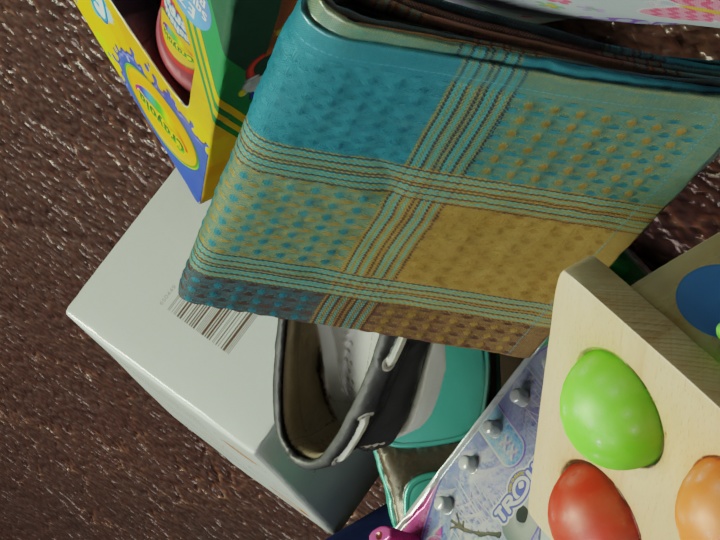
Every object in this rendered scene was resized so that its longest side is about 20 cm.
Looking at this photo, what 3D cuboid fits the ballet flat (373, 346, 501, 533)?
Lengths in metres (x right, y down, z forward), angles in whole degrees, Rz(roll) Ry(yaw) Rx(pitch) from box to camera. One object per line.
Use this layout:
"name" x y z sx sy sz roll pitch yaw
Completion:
"ballet flat" 0.038 0.084 0.917 0.070 0.067 0.202 -14 -82 -81

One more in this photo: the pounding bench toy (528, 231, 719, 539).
"pounding bench toy" 0.145 0.027 0.618 0.124 0.155 0.201 44 148 35

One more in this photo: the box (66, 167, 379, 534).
"box" -0.050 0.046 1.005 0.124 0.098 0.200 34 170 19

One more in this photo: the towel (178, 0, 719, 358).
"towel" 0.026 -0.026 0.651 0.145 0.022 0.200 11 152 -12

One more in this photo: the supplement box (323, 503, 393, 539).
"supplement box" 0.048 0.229 1.020 0.201 0.108 0.110 56 -164 -10

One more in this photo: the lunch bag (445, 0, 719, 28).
"lunch bag" 0.063 -0.136 0.554 0.199 0.128 0.169 31 167 -40

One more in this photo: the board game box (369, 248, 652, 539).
"board game box" 0.092 0.119 0.790 0.026 0.201 0.200 21 -157 -41

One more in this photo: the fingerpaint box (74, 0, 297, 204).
"fingerpaint box" -0.076 -0.153 0.734 0.201 0.073 0.167 58 160 16

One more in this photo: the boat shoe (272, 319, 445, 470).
"boat shoe" 0.000 0.000 0.769 0.074 0.060 0.201 42 142 28

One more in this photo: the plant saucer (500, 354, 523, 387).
"plant saucer" 0.119 0.086 0.953 0.199 0.029 0.201 34 154 19
